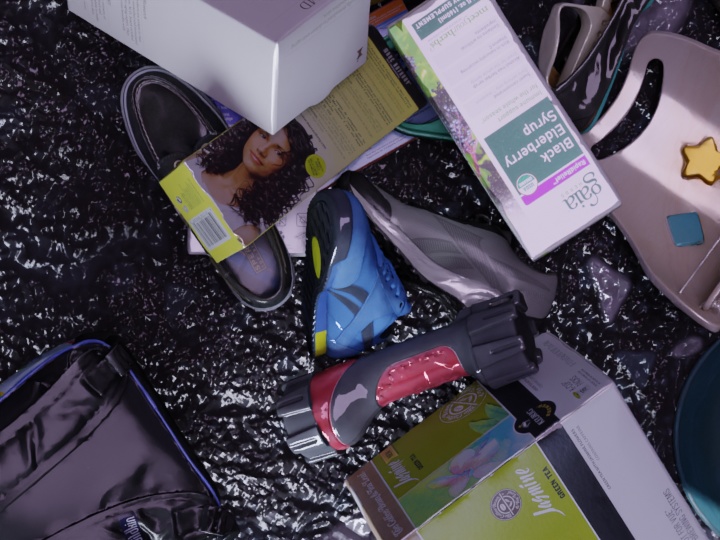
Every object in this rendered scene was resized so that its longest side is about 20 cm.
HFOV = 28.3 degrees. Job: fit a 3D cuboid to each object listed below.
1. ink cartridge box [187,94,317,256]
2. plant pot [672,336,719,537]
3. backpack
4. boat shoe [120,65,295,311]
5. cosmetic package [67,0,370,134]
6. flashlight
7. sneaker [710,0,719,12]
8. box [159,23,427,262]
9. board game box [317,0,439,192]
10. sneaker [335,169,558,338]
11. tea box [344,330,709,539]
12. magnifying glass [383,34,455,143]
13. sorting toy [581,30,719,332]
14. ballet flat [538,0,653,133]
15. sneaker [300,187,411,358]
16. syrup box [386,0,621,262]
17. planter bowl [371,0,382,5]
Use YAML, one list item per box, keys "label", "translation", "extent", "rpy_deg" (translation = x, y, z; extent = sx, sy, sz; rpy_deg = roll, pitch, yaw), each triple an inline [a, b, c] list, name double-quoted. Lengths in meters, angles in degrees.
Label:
- label: "ink cartridge box"
  translation: [-0.081, -0.111, 1.078]
  extent: [0.098, 0.039, 0.202]
  rpy_deg: [2, 92, -4]
- label: "plant pot"
  translation: [0.356, 0.135, 1.061]
  extent: [0.198, 0.188, 0.202]
  rpy_deg: [0, 91, -5]
- label: "backpack"
  translation: [-0.218, 0.164, 1.031]
  extent: [0.199, 0.147, 0.184]
  rpy_deg: [-34, 94, -8]
- label: "boat shoe"
  translation: [-0.107, -0.061, 1.030]
  extent: [0.068, 0.057, 0.201]
  rpy_deg: [-33, 94, -3]
- label: "cosmetic package"
  translation: [-0.101, -0.193, 0.988]
  extent: [0.199, 0.085, 0.108]
  rpy_deg: [30, 52, 22]
- label: "flashlight"
  translation: [0.036, 0.084, 1.056]
  extent: [0.198, 0.068, 0.068]
  rpy_deg: [-20, 111, 22]
- label: "sneaker"
  translation: [0.353, -0.266, 1.120]
  extent: [0.199, 0.074, 0.081]
  rpy_deg: [-38, 90, -6]
- label: "box"
  translation: [-0.044, -0.092, 1.012]
  extent: [0.200, 0.050, 0.076]
  rpy_deg: [-42, 99, -33]
- label: "board game box"
  translation: [-0.031, -0.119, 1.111]
  extent: [0.199, 0.019, 0.104]
  rpy_deg: [-29, 93, -4]
- label: "sneaker"
  translation: [0.065, -0.017, 1.100]
  extent: [0.199, 0.074, 0.080]
  rpy_deg: [35, 78, -10]
- label: "tea box"
  translation: [0.129, 0.192, 1.044]
  extent: [0.196, 0.134, 0.201]
  rpy_deg: [-35, 110, -5]
- label: "magnifying glass"
  translation: [0.090, -0.113, 1.100]
  extent: [0.199, 0.022, 0.080]
  rpy_deg: [34, 88, -4]
- label: "sorting toy"
  translation: [0.261, -0.088, 1.103]
  extent: [0.179, 0.107, 0.201]
  rpy_deg: [36, 101, 12]
- label: "ballet flat"
  translation: [0.187, -0.204, 1.100]
  extent: [0.068, 0.068, 0.202]
  rpy_deg: [26, 87, -25]
- label: "sneaker"
  translation: [0.000, 0.000, 1.035]
  extent: [0.078, 0.201, 0.067]
  rpy_deg: [-6, 61, -8]
- label: "syrup box"
  translation: [0.105, -0.112, 1.048]
  extent: [0.078, 0.081, 0.201]
  rpy_deg: [-32, 90, 5]
- label: "planter bowl"
  translation: [-0.016, -0.255, 1.057]
  extent: [0.199, 0.201, 0.084]
  rpy_deg: [33, 122, -4]
